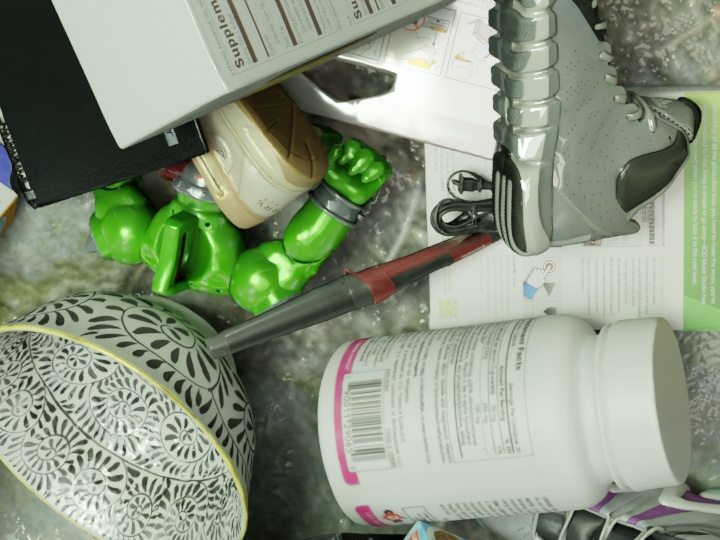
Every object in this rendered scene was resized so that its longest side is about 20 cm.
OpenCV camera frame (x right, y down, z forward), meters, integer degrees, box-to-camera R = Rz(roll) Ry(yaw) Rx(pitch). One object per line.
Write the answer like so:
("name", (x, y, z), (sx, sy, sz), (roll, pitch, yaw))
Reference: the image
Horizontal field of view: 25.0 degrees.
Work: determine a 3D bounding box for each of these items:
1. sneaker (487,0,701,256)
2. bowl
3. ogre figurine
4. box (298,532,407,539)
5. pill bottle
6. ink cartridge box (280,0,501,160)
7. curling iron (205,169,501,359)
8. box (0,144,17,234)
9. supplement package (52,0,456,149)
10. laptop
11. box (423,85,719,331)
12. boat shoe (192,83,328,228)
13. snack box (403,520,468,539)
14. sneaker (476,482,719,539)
("sneaker", (0.133, -0.110, 0.897), (0.114, 0.075, 0.202), (-4, 112, -10))
("bowl", (-0.135, 0.078, 0.995), (0.199, 0.094, 0.202), (20, 140, 18))
("ogre figurine", (-0.091, -0.046, 0.973), (0.198, 0.098, 0.121), (18, 97, -4))
("box", (-0.057, 0.193, 0.974), (0.158, 0.200, 0.046), (-13, 78, 11))
("pill bottle", (0.086, 0.086, 0.951), (0.198, 0.113, 0.114), (-8, 103, 22))
("ink cartridge box", (0.007, -0.176, 0.947), (0.198, 0.045, 0.178), (15, 103, 7))
("curling iron", (0.000, 0.000, 0.944), (0.199, 0.026, 0.050), (-28, 109, -2))
("box", (-0.302, -0.019, 0.992), (0.119, 0.201, 0.042), (35, 146, 0))
("supplement package", (-0.043, -0.156, 0.823), (0.113, 0.199, 0.110), (-17, 99, 53))
("laptop", (-0.175, -0.135, 0.933), (0.103, 0.200, 0.179), (-20, 99, -10))
("box", (0.137, -0.036, 0.970), (0.198, 0.036, 0.146), (1, 104, 10))
("boat shoe", (-0.099, -0.111, 0.909), (0.069, 0.074, 0.201), (-42, 71, 26))
("snack box", (0.117, 0.224, 0.952), (0.199, 0.116, 0.037), (25, 110, -29))
("sneaker", (0.160, 0.165, 0.959), (0.198, 0.140, 0.078), (8, 105, 7))
